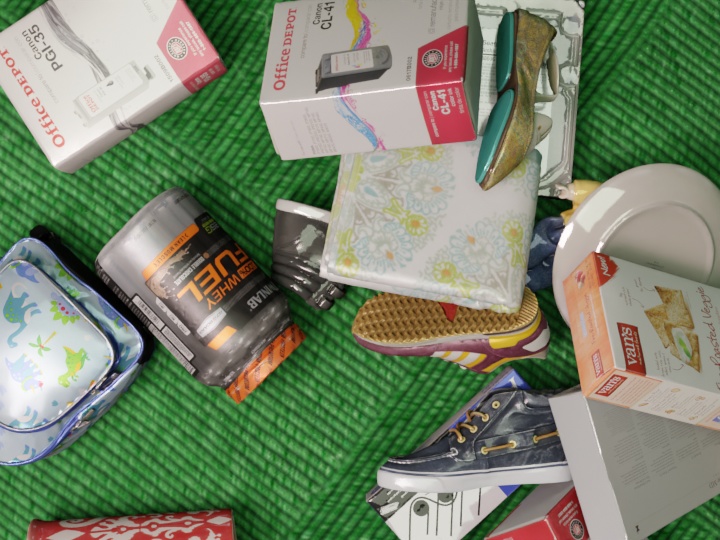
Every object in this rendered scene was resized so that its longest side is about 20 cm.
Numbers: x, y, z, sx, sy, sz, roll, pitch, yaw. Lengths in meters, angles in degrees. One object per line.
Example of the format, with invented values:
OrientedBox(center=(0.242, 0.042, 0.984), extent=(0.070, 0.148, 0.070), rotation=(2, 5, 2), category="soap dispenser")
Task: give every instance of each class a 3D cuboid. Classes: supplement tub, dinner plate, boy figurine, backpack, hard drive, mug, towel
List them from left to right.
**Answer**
OrientedBox(center=(-0.327, 0.087, 1.432), extent=(0.183, 0.147, 0.200), rotation=(42, 93, 2), category="backpack")
OrientedBox(center=(-0.219, 0.313, 1.463), extent=(0.198, 0.178, 0.134), rotation=(-7, 54, -4), category="mug")
OrientedBox(center=(-0.155, 0.026, 1.441), extent=(0.122, 0.123, 0.200), rotation=(-44, 91, 1), category="supplement tub")
OrientedBox(center=(0.069, -0.055, 1.416), extent=(0.198, 0.048, 0.172), rotation=(10, 70, 4), category="towel")
OrientedBox(center=(0.151, -0.176, 1.481), extent=(0.139, 0.038, 0.202), rotation=(5, 90, 0), category="hard drive")
OrientedBox(center=(0.229, -0.045, 1.460), extent=(0.199, 0.065, 0.125), rotation=(-28, 125, -1), category="boy figurine")
OrientedBox(center=(0.284, -0.007, 1.443), extent=(0.199, 0.024, 0.202), rotation=(-7, 116, -14), category="dinner plate")

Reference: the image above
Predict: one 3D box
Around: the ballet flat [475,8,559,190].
OrientedBox(center=(0.157, -0.162, 1.405), extent=(0.070, 0.071, 0.201), rotation=(11, 64, 0), category="ballet flat")

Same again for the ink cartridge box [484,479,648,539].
OrientedBox(center=(0.226, 0.308, 1.424), extent=(0.083, 0.144, 0.201), rotation=(-28, 90, 37), category="ink cartridge box")

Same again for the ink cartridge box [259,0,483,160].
OrientedBox(center=(0.013, -0.192, 1.405), extent=(0.198, 0.086, 0.148), rotation=(-4, 51, 12), category="ink cartridge box")

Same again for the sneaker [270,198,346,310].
OrientedBox(center=(0.000, 0.000, 1.470), extent=(0.199, 0.071, 0.100), rotation=(16, 93, 5), category="sneaker")

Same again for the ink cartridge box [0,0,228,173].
OrientedBox(center=(-0.255, -0.209, 1.459), extent=(0.199, 0.083, 0.147), rotation=(-33, 91, 0), category="ink cartridge box")

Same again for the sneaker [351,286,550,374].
OrientedBox(center=(0.090, 0.069, 1.466), extent=(0.199, 0.090, 0.075), rotation=(-2, 50, 23), category="sneaker")

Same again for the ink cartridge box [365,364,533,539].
OrientedBox(center=(0.109, 0.198, 1.480), extent=(0.200, 0.044, 0.094), rotation=(-42, 92, 0), category="ink cartridge box")

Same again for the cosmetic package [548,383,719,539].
OrientedBox(center=(0.281, 0.164, 1.420), extent=(0.199, 0.052, 0.152), rotation=(-17, 89, -41), category="cosmetic package")

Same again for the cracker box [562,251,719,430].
OrientedBox(center=(0.295, 0.071, 1.388), extent=(0.199, 0.058, 0.135), rotation=(14, 49, -23), category="cracker box")

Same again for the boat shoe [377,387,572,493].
OrientedBox(center=(0.112, 0.163, 1.426), extent=(0.199, 0.071, 0.092), rotation=(-4, 92, -9), category="boat shoe")
